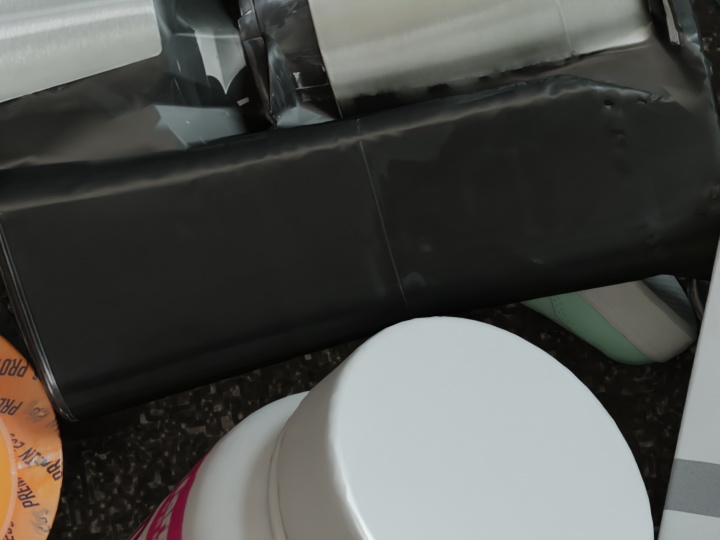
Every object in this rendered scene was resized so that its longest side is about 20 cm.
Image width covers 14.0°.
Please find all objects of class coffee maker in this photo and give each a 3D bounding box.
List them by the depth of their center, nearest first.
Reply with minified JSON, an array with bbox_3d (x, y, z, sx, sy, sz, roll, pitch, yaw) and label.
[{"bbox_3d":[0.001,-0.026,0.811,0.199,0.135,0.193,-14,89,8],"label":"coffee maker"}]

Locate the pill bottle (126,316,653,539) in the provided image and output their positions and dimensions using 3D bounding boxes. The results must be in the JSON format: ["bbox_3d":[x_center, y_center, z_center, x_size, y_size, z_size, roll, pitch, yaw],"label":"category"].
[{"bbox_3d":[-0.015,0.103,0.790,0.113,0.113,0.200,50,135,7],"label":"pill bottle"}]

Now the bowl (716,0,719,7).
[{"bbox_3d":[0.186,-0.140,0.866,0.200,0.105,0.202,0,90,11],"label":"bowl"}]

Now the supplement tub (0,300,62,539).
[{"bbox_3d":[-0.169,0.042,0.876,0.122,0.200,0.123,-5,100,-28],"label":"supplement tub"}]

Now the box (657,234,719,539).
[{"bbox_3d":[0.145,0.030,0.795,0.041,0.156,0.201,5,78,39],"label":"box"}]

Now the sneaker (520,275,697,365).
[{"bbox_3d":[0.000,0.000,0.921,0.200,0.074,0.118,32,103,3],"label":"sneaker"}]
